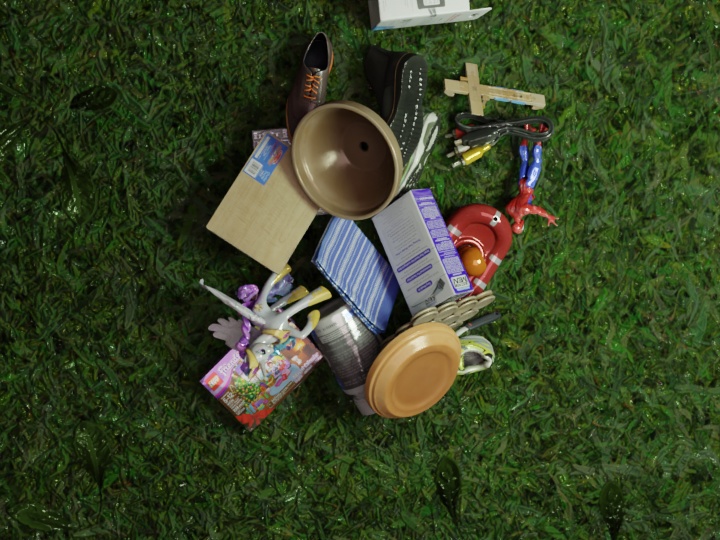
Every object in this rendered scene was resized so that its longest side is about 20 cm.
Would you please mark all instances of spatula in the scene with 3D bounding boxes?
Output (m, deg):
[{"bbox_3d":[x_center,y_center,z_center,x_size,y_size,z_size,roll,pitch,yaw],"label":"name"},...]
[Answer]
[{"bbox_3d":[0.187,0.118,1.613,0.198,0.056,0.021,-25,126,-25],"label":"spatula"}]

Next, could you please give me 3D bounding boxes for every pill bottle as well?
[{"bbox_3d":[-0.006,0.153,1.579,0.113,0.114,0.202,-29,100,-2],"label":"pill bottle"}]

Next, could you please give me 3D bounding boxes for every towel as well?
[{"bbox_3d":[0.000,0.000,1.536,0.024,0.146,0.200,-17,125,37],"label":"towel"}]

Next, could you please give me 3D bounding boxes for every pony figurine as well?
[{"bbox_3d":[-0.173,0.079,1.496,0.200,0.192,0.168,-44,147,-24],"label":"pony figurine"}]

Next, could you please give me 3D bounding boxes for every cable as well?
[{"bbox_3d":[0.249,-0.253,1.578,0.196,0.050,0.099,-12,65,2],"label":"cable"}]

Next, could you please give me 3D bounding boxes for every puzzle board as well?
[{"bbox_3d":[-0.152,-0.117,1.501,0.150,0.017,0.202,32,79,-7],"label":"puzzle board"}]

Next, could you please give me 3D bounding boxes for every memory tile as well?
[{"bbox_3d":[0.138,0.089,1.548,0.198,0.153,0.017,-11,67,-39],"label":"memory tile"}]

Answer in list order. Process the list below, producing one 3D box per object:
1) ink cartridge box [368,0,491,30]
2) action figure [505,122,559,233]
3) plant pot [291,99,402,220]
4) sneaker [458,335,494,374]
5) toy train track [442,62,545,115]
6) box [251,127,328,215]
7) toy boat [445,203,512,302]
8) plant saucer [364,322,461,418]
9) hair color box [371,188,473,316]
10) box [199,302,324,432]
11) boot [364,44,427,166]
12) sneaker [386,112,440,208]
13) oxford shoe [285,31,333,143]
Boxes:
[{"bbox_3d":[0.118,-0.469,1.509,0.196,0.116,0.068,-8,98,-7],"label":"ink cartridge box"},{"bbox_3d":[0.326,-0.160,1.601,0.098,0.065,0.203,20,83,-37],"label":"action figure"},{"bbox_3d":[-0.010,-0.195,1.462,0.198,0.093,0.204,13,120,22],"label":"plant pot"},{"bbox_3d":[0.156,0.162,1.621,0.196,0.076,0.077,-10,101,-3],"label":"sneaker"},{"bbox_3d":[0.242,-0.317,1.584,0.196,0.033,0.116,6,62,-14],"label":"toy train track"},{"bbox_3d":[-0.092,-0.179,1.554,0.196,0.050,0.161,-6,99,-6],"label":"box"},{"bbox_3d":[0.198,-0.023,1.573,0.129,0.131,0.202,31,93,-11],"label":"toy boat"},{"bbox_3d":[0.099,0.183,1.515,0.198,0.037,0.203,-20,131,-24],"label":"plant saucer"},{"bbox_3d":[0.109,-0.030,1.536,0.064,0.109,0.203,-8,72,-47],"label":"hair color box"},{"bbox_3d":[-0.180,0.178,1.598,0.200,0.039,0.137,-44,100,0],"label":"box"},{"bbox_3d":[0.048,-0.292,1.533,0.076,0.138,0.203,1,112,-36],"label":"boot"},{"bbox_3d":[0.072,-0.206,1.575,0.088,0.077,0.202,28,94,17],"label":"sneaker"},{"bbox_3d":[-0.091,-0.315,1.498,0.070,0.073,0.204,8,79,-2],"label":"oxford shoe"}]
